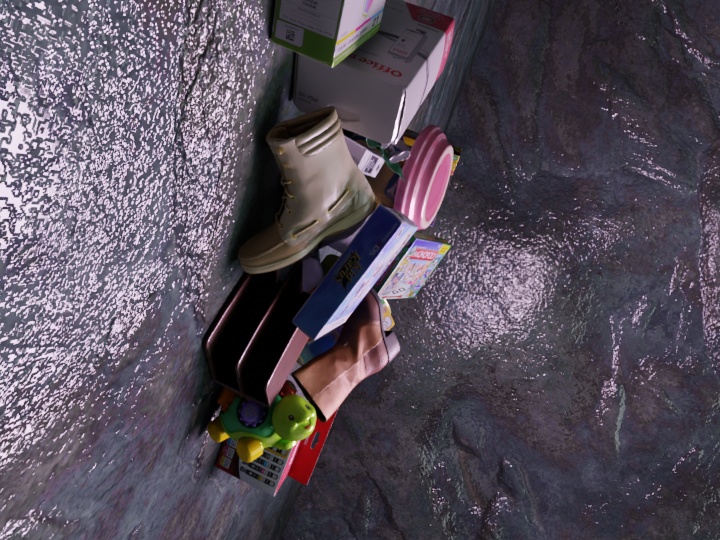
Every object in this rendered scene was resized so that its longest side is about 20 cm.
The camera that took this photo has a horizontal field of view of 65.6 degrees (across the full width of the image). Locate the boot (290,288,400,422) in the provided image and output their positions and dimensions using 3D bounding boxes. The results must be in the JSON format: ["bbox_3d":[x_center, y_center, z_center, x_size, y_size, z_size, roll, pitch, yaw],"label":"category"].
[{"bbox_3d":[-0.043,0.122,0.948,0.199,0.068,0.190,-35,111,-32],"label":"boot"}]

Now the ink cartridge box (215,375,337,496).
[{"bbox_3d":[-0.156,0.310,1.066,0.084,0.174,0.202,-37,149,-75],"label":"ink cartridge box"}]

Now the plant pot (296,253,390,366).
[{"bbox_3d":[-0.070,0.103,1.154,0.200,0.187,0.188,-47,166,-18],"label":"plant pot"}]

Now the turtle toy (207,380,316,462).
[{"bbox_3d":[-0.149,0.224,0.894,0.145,0.198,0.102,-25,122,-44],"label":"turtle toy"}]

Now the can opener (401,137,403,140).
[{"bbox_3d":[0.059,-0.267,1.085,0.067,0.053,0.201,-75,154,-44],"label":"can opener"}]

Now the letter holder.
[{"bbox_3d":[-0.133,0.073,0.831,0.143,0.100,0.201,98,16,-56],"label":"letter holder"}]

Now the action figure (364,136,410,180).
[{"bbox_3d":[0.017,-0.234,0.854,0.054,0.201,0.118,-31,136,7],"label":"action figure"}]

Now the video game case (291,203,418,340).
[{"bbox_3d":[0.000,0.000,0.819,0.201,0.045,0.181,-52,173,10],"label":"video game case"}]

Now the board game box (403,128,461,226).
[{"bbox_3d":[0.090,-0.206,1.170,0.057,0.198,0.167,-62,171,-59],"label":"board game box"}]

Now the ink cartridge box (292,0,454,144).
[{"bbox_3d":[0.021,-0.268,0.719,0.083,0.145,0.201,103,13,-49],"label":"ink cartridge box"}]

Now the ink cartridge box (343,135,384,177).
[{"bbox_3d":[-0.020,-0.183,0.854,0.040,0.099,0.200,-61,172,12],"label":"ink cartridge box"}]

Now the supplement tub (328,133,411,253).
[{"bbox_3d":[0.008,-0.137,1.016,0.145,0.143,0.202,87,27,-73],"label":"supplement tub"}]

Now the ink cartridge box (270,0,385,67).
[{"bbox_3d":[-0.014,-0.332,0.556,0.148,0.075,0.201,-59,170,-47],"label":"ink cartridge box"}]

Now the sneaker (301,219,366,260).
[{"bbox_3d":[-0.047,-0.106,0.838,0.114,0.075,0.201,-25,151,-30],"label":"sneaker"}]

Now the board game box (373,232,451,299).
[{"bbox_3d":[0.094,-0.007,1.061,0.135,0.029,0.199,-55,158,16],"label":"board game box"}]

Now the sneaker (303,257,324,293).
[{"bbox_3d":[-0.123,0.068,1.004,0.087,0.074,0.202,46,64,-69],"label":"sneaker"}]

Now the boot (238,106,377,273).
[{"bbox_3d":[-0.090,-0.097,0.695,0.198,0.073,0.156,-28,130,-1],"label":"boot"}]

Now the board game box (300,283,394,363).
[{"bbox_3d":[-0.035,0.091,1.016,0.200,0.040,0.154,-40,112,-38],"label":"board game box"}]

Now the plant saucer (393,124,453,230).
[{"bbox_3d":[0.118,-0.155,1.002,0.201,0.050,0.202,-57,160,-35],"label":"plant saucer"}]
